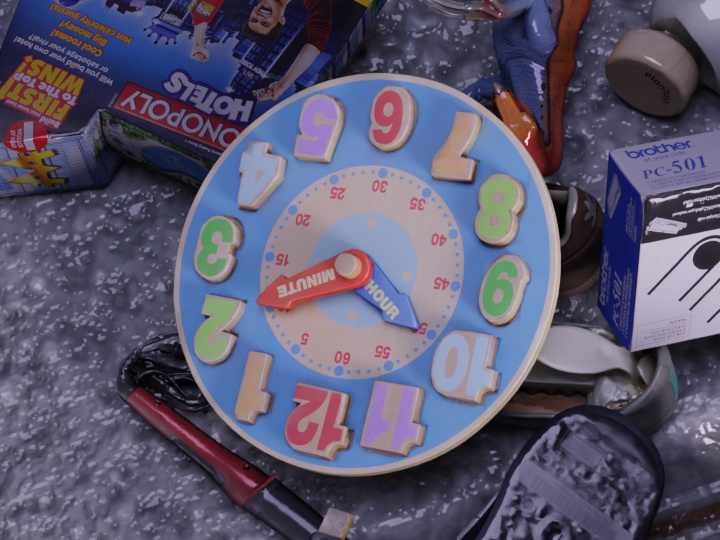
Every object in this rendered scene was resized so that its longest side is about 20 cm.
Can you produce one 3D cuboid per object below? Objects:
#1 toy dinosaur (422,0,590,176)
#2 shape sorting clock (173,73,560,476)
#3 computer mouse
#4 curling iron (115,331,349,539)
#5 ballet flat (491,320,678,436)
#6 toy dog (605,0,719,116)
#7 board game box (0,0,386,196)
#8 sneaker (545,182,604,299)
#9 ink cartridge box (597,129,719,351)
[{"bbox_3d":[0.091,-0.132,1.282,0.199,0.105,0.182,-23,57,-7],"label":"toy dinosaur"},{"bbox_3d":[0.000,0.000,1.205,0.199,0.039,0.202,-4,79,20],"label":"shape sorting clock"},{"bbox_3d":[0.049,0.141,1.191,0.140,0.046,0.201,30,78,2],"label":"computer mouse"},{"bbox_3d":[-0.048,0.100,1.236,0.050,0.026,0.200,-43,68,-12],"label":"curling iron"},{"bbox_3d":[0.059,0.044,1.233,0.198,0.064,0.068,5,65,8],"label":"ballet flat"},{"bbox_3d":[0.227,-0.117,1.277,0.198,0.096,0.133,7,65,9],"label":"toy dog"},{"bbox_3d":[-0.112,-0.110,1.324,0.199,0.062,0.201,25,69,18],"label":"board game box"},{"bbox_3d":[0.027,-0.027,1.264,0.198,0.076,0.071,-1,64,4],"label":"sneaker"},{"bbox_3d":[0.216,-0.027,1.209,0.199,0.095,0.044,-11,38,-15],"label":"ink cartridge box"}]
